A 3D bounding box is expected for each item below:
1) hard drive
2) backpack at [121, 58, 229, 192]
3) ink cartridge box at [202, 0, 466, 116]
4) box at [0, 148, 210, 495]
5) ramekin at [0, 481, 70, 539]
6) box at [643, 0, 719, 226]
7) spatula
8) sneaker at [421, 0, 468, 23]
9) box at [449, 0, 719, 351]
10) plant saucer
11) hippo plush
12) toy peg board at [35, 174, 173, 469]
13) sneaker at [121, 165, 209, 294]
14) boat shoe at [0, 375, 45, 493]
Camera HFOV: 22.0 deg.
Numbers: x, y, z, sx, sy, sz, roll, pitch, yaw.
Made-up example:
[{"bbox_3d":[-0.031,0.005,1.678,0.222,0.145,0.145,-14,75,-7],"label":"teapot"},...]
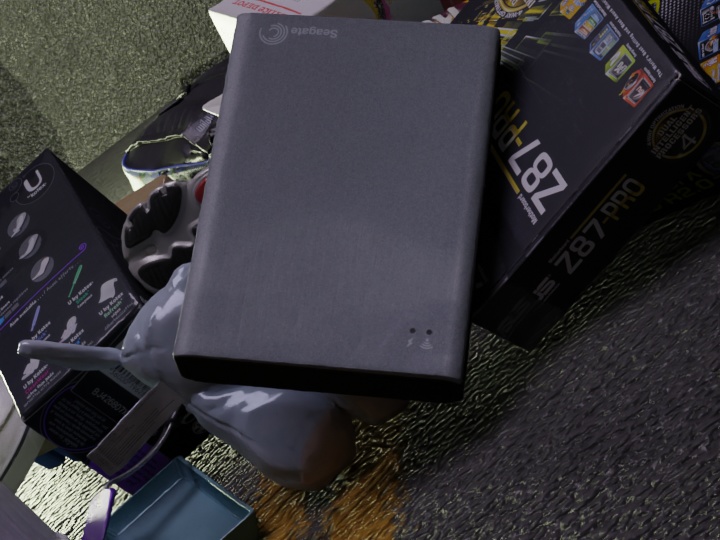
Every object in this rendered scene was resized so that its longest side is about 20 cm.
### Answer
[{"bbox_3d":[-0.008,-0.036,0.927,0.033,0.139,0.201,80,-164,-62],"label":"hard drive"},{"bbox_3d":[-0.081,-0.086,1.469,0.200,0.147,0.183,-1,35,51],"label":"backpack"},{"bbox_3d":[-0.026,-0.184,1.340,0.200,0.068,0.116,-38,32,-18],"label":"ink cartridge box"},{"bbox_3d":[-0.174,0.032,1.214,0.106,0.122,0.200,-43,43,4],"label":"box"},{"bbox_3d":[-0.275,0.204,1.126,0.200,0.105,0.200,-36,13,10],"label":"ramekin"},{"bbox_3d":[0.159,-0.121,0.995,0.160,0.044,0.201,-24,45,45],"label":"box"},{"bbox_3d":[-0.125,0.101,1.095,0.200,0.021,0.057,-61,12,-23],"label":"spatula"},{"bbox_3d":[0.040,-0.136,1.217,0.200,0.090,0.075,-51,19,6],"label":"sneaker"},{"bbox_3d":[0.093,-0.079,0.967,0.161,0.049,0.200,-51,33,21],"label":"box"},{"bbox_3d":[-0.104,0.146,1.048,0.070,0.019,0.200,-41,12,-11],"label":"plant saucer"},{"bbox_3d":[-0.044,0.048,1.029,0.200,0.160,0.161,-38,-12,7],"label":"hippo plush"},{"bbox_3d":[-0.187,0.062,1.404,0.200,0.098,0.200,-26,43,45],"label":"toy peg board"},{"bbox_3d":[-0.053,-0.052,1.133,0.199,0.081,0.083,-21,2,17],"label":"sneaker"},{"bbox_3d":[-0.283,0.134,1.315,0.200,0.070,0.071,-59,33,4],"label":"boat shoe"}]
